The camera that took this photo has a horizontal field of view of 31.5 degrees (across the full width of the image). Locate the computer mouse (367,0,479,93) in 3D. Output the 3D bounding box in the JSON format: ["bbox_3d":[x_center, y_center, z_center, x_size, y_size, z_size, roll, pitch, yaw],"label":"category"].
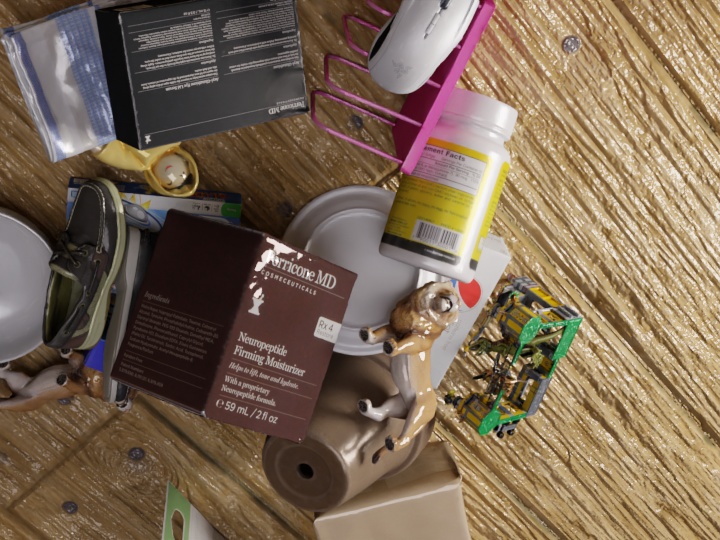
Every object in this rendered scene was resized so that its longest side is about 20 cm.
[{"bbox_3d":[0.080,-0.257,1.262,0.109,0.044,0.200,29,110,-14],"label":"computer mouse"}]

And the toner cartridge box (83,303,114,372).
[{"bbox_3d":[-0.230,0.110,1.537,0.199,0.095,0.043,23,112,-17],"label":"toner cartridge box"}]

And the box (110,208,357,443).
[{"bbox_3d":[-0.138,0.061,1.398,0.166,0.164,0.201,23,83,-48],"label":"box"}]

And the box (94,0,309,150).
[{"bbox_3d":[-0.163,-0.218,1.338,0.199,0.079,0.142,-16,109,-27],"label":"box"}]

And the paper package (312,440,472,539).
[{"bbox_3d":[0.047,0.344,1.679,0.199,0.104,0.191,-14,117,0],"label":"paper package"}]

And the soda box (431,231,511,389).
[{"bbox_3d":[0.104,0.041,1.556,0.068,0.064,0.201,21,113,-16],"label":"soda box"}]

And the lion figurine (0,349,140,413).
[{"bbox_3d":[-0.372,0.139,1.551,0.199,0.073,0.123,-6,161,14],"label":"lion figurine"}]

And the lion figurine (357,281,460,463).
[{"bbox_3d":[0.058,0.113,1.450,0.122,0.072,0.201,-11,113,-47],"label":"lion figurine"}]

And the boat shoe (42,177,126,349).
[{"bbox_3d":[-0.314,-0.003,1.423,0.072,0.066,0.202,23,108,32],"label":"boat shoe"}]

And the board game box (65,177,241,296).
[{"bbox_3d":[-0.245,-0.033,1.497,0.199,0.035,0.136,4,116,-8],"label":"board game box"}]

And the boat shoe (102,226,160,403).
[{"bbox_3d":[-0.252,0.052,1.445,0.060,0.074,0.201,10,79,-24],"label":"boat shoe"}]

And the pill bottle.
[{"bbox_3d":[0.102,-0.096,1.430,0.114,0.114,0.201,19,90,-15],"label":"pill bottle"}]

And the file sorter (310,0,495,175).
[{"bbox_3d":[0.037,-0.236,1.370,0.125,0.139,0.201,22,112,-13],"label":"file sorter"}]

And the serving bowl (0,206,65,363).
[{"bbox_3d":[-0.440,0.007,1.478,0.199,0.066,0.201,-3,117,-5],"label":"serving bowl"}]

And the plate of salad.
[{"bbox_3d":[0.000,0.000,1.510,0.199,0.048,0.201,0,86,1],"label":"plate of salad"}]

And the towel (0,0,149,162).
[{"bbox_3d":[-0.263,-0.213,1.340,0.199,0.024,0.148,-25,111,-22],"label":"towel"}]

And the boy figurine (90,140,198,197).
[{"bbox_3d":[-0.248,-0.159,1.408,0.124,0.064,0.201,-35,113,-17],"label":"boy figurine"}]

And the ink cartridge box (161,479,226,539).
[{"bbox_3d":[-0.205,0.387,1.648,0.048,0.146,0.200,-35,115,13],"label":"ink cartridge box"}]

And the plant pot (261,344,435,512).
[{"bbox_3d":[-0.029,0.194,1.517,0.199,0.175,0.201,10,118,19],"label":"plant pot"}]

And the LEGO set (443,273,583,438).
[{"bbox_3d":[0.167,0.092,1.548,0.153,0.116,0.201,-15,131,-41],"label":"LEGO set"}]
